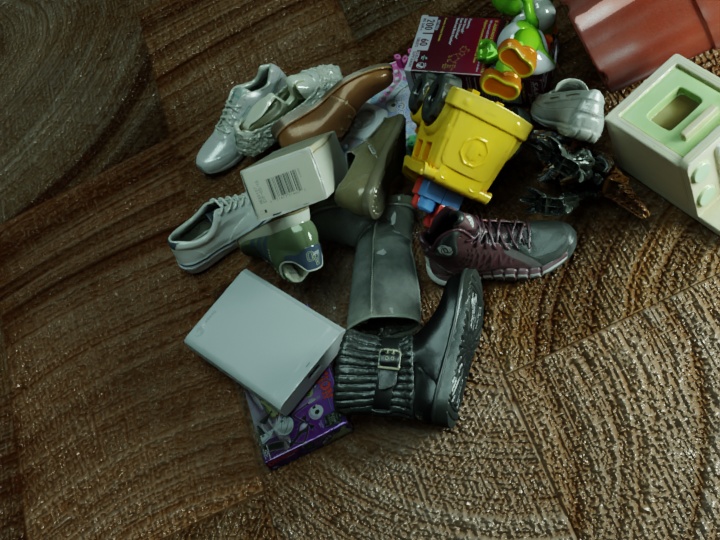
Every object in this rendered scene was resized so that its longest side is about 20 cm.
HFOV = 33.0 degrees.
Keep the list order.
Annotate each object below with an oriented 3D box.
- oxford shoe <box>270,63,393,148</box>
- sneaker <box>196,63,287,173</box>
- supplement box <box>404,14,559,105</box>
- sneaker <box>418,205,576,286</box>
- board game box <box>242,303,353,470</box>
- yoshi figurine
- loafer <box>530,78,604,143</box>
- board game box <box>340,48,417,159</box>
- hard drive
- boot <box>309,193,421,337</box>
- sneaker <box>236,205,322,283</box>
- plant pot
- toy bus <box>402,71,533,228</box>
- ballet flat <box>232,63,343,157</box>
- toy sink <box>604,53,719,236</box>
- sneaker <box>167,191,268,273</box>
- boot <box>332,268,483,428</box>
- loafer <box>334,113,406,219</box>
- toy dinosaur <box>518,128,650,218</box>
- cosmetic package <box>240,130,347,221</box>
[{"bbox_3d":[-0.028,-0.224,1.750,0.199,0.071,0.072,-34,72,3],"label":"oxford shoe"},{"bbox_3d":[-0.185,-0.234,1.844,0.070,0.080,0.201,33,76,36],"label":"sneaker"},{"bbox_3d":[0.172,-0.298,1.720,0.198,0.061,0.110,7,60,19],"label":"supplement box"},{"bbox_3d":[0.165,-0.041,1.522,0.198,0.116,0.076,-14,53,16],"label":"sneaker"},{"bbox_3d":[-0.091,0.147,1.569,0.119,0.032,0.201,-24,50,2],"label":"board game box"},{"bbox_3d":[0.202,-0.330,1.628,0.111,0.112,0.201,-2,44,26],"label":"yoshi figurine"},{"bbox_3d":[0.272,-0.213,1.575,0.200,0.069,0.070,-126,51,-72],"label":"loafer"},{"bbox_3d":[0.004,-0.222,1.782,0.198,0.026,0.201,-17,52,13],"label":"board game box"},{"bbox_3d":[-0.125,0.090,1.591,0.199,0.026,0.132,29,73,37],"label":"hard drive"},{"bbox_3d":[-0.002,-0.001,1.612,0.180,0.073,0.202,-9,61,22],"label":"boot"},{"bbox_3d":[-0.107,-0.022,1.641,0.067,0.091,0.200,-23,1,-26],"label":"sneaker"},{"bbox_3d":[0.379,-0.345,1.599,0.194,0.201,0.202,-28,50,15],"label":"plant pot"},{"bbox_3d":[0.117,-0.151,1.612,0.193,0.135,0.200,-67,17,6],"label":"toy bus"},{"bbox_3d":[-0.107,-0.246,1.792,0.200,0.072,0.072,-42,51,-8],"label":"ballet flat"},{"bbox_3d":[0.419,-0.154,1.486,0.130,0.112,0.200,-41,50,-6],"label":"toy sink"},{"bbox_3d":[-0.185,-0.076,1.737,0.200,0.071,0.073,-40,50,-7],"label":"sneaker"},{"bbox_3d":[0.058,0.086,1.490,0.156,0.080,0.213,8,66,21],"label":"boot"},{"bbox_3d":[0.016,-0.147,1.631,0.067,0.077,0.201,9,39,13],"label":"loafer"},{"bbox_3d":[0.280,-0.127,1.540,0.135,0.103,0.199,-15,20,-42],"label":"toy dinosaur"},{"bbox_3d":[-0.084,-0.129,1.631,0.103,0.074,0.200,-18,10,10],"label":"cosmetic package"}]
